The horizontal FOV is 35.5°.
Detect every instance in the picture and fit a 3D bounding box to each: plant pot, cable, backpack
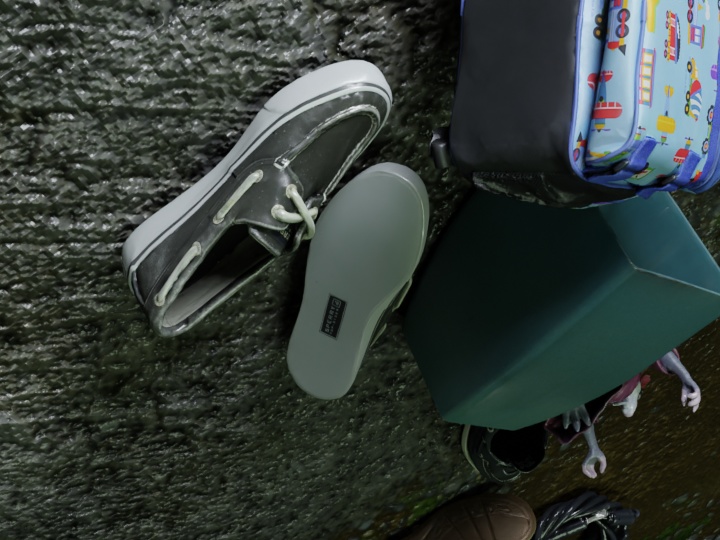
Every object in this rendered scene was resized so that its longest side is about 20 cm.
[{"bbox_3d":[0.134,0.020,0.821,0.140,0.142,0.200,13,131,-42],"label":"plant pot"},{"bbox_3d":[0.224,0.333,1.284,0.162,0.051,0.201,9,127,-40],"label":"cable"},{"bbox_3d":[0.148,-0.121,0.642,0.199,0.133,0.186,9,87,-49],"label":"backpack"}]

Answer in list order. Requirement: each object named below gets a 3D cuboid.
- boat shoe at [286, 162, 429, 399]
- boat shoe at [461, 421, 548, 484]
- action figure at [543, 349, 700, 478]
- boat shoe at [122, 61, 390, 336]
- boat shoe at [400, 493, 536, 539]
[{"bbox_3d":[0.000,0.000,0.764,0.064,0.070,0.201,-52,170,-49],"label":"boat shoe"},{"bbox_3d":[0.138,0.148,1.012,0.074,0.066,0.201,-19,140,-16],"label":"boat shoe"},{"bbox_3d":[0.207,0.091,0.991,0.133,0.150,0.199,-38,161,17],"label":"action figure"},{"bbox_3d":[-0.054,-0.038,0.668,0.200,0.064,0.071,-41,142,10],"label":"boat shoe"},{"bbox_3d":[0.083,0.285,1.125,0.198,0.072,0.065,-24,148,1],"label":"boat shoe"}]
